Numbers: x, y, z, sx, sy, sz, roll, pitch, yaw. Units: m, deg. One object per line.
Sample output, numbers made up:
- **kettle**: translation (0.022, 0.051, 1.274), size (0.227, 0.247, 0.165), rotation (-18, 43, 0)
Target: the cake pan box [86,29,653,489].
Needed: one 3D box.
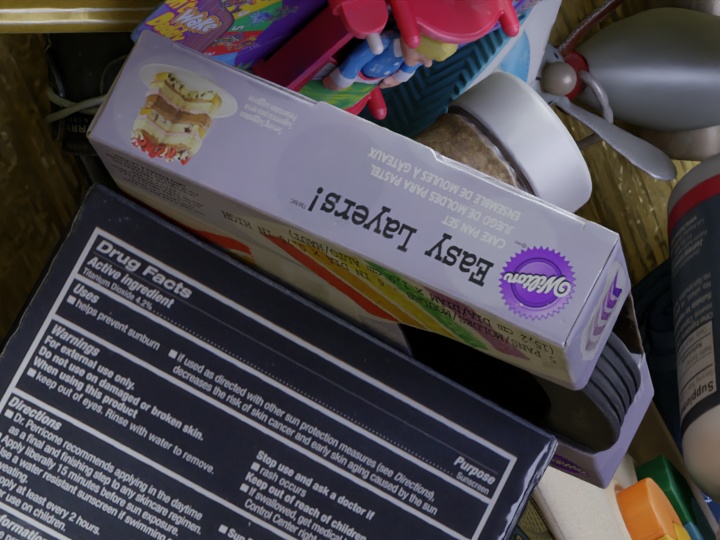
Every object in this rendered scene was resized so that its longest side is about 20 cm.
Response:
- **cake pan box**: translation (0.013, 0.001, 1.096), size (0.052, 0.200, 0.184), rotation (-63, 164, -12)

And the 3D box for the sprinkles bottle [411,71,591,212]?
- **sprinkles bottle**: translation (0.000, 0.000, 1.238), size (0.200, 0.068, 0.068), rotation (-37, 126, -11)

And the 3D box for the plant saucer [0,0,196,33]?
- **plant saucer**: translation (-0.097, -0.145, 1.008), size (0.200, 0.049, 0.200), rotation (-5, 143, -35)

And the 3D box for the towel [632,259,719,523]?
- **towel**: translation (0.182, 0.087, 1.536), size (0.112, 0.048, 0.200), rotation (-37, 122, -41)

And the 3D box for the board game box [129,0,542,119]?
- **board game box**: translation (0.007, -0.084, 1.101), size (0.200, 0.158, 0.039), rotation (49, 20, -74)

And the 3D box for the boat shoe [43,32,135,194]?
- **boat shoe**: translation (-0.088, -0.070, 1.174), size (0.071, 0.072, 0.200), rotation (-58, 137, -33)

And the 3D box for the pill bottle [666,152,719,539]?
- **pill bottle**: translation (0.207, 0.051, 1.390), size (0.120, 0.119, 0.200), rotation (33, 47, -48)

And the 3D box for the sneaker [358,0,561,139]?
- **sneaker**: translation (0.040, -0.062, 1.338), size (0.081, 0.076, 0.200), rotation (37, 75, -52)

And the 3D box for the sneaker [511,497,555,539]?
- **sneaker**: translation (0.076, 0.122, 1.397), size (0.200, 0.085, 0.077), rotation (54, 12, -22)

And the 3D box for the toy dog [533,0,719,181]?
- **toy dog**: translation (0.143, -0.091, 1.435), size (0.200, 0.096, 0.132), rotation (-36, 122, -42)

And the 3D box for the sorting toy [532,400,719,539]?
- **sorting toy**: translation (0.116, 0.081, 1.359), size (0.185, 0.036, 0.200), rotation (63, 17, 5)

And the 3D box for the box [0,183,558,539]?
- **box**: translation (-0.065, 0.109, 1.109), size (0.200, 0.123, 0.199), rotation (29, 74, -5)
